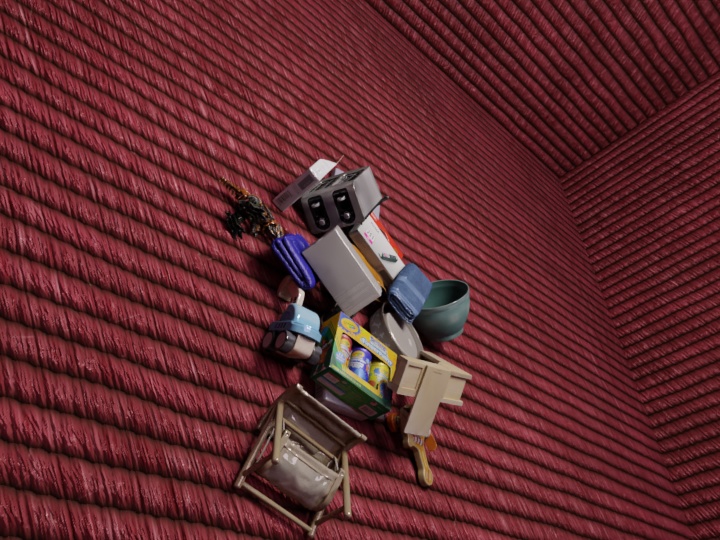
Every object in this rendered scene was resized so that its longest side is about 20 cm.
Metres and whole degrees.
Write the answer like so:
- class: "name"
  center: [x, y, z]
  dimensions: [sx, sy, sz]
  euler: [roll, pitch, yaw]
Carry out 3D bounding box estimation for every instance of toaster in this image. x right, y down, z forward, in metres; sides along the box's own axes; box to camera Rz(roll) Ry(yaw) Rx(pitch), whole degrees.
- class: "toaster"
  center: [-0.045, -0.202, 1.655]
  dimensions: [0.200, 0.180, 0.119]
  euler: [-52, 126, -55]

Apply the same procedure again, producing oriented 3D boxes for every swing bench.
- class: "swing bench"
  center: [-0.110, 0.370, 1.150]
  dimensions: [0.199, 0.130, 0.201]
  euler: [42, 30, -17]

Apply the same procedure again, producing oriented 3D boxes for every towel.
- class: "towel"
  center: [0.136, 0.061, 1.649]
  dimensions: [0.112, 0.048, 0.200]
  euler: [49, 33, -6]
- class: "towel"
  center: [-0.147, -0.030, 1.450]
  dimensions: [0.148, 0.049, 0.200]
  euler: [52, 9, -3]

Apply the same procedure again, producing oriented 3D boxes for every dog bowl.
- class: "dog bowl"
  center: [0.097, 0.186, 1.586]
  dimensions: [0.200, 0.058, 0.201]
  euler: [48, 22, -26]

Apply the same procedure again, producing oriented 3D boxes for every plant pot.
- class: "plant pot"
  center: [0.239, 0.130, 1.751]
  dimensions: [0.200, 0.199, 0.135]
  euler: [-44, 124, -56]

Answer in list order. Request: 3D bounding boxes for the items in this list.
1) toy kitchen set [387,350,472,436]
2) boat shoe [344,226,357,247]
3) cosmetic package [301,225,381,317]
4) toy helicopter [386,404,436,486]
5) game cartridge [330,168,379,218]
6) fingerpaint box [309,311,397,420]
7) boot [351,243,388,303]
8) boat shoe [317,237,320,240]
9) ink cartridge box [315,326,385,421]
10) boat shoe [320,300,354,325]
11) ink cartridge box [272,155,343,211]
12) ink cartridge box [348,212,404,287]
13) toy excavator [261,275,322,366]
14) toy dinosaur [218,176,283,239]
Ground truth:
- class: "toy kitchen set"
  center: [0.122, 0.286, 1.418]
  dimensions: [0.199, 0.164, 0.180]
  euler: [18, 2, -30]
- class: "boat shoe"
  center: [0.003, -0.112, 1.764]
  dimensions: [0.068, 0.056, 0.201]
  euler: [1, 60, -50]
- class: "cosmetic package"
  center: [-0.044, 0.002, 1.428]
  dimensions: [0.201, 0.106, 0.090]
  euler: [57, 9, -5]
- class: "toy helicopter"
  center: [0.147, 0.439, 1.472]
  dimensions: [0.132, 0.078, 0.202]
  euler: [6, 67, -59]
- class: "game cartridge"
  center: [-0.020, -0.233, 1.862]
  dimensions: [0.200, 0.041, 0.134]
  euler: [37, 41, -26]
- class: "fingerpaint box"
  center: [-0.009, 0.223, 1.369]
  dimensions: [0.200, 0.073, 0.168]
  euler: [40, 37, -24]
- class: "boot"
  center: [0.000, 0.001, 1.608]
  dimensions: [0.201, 0.071, 0.144]
  euler: [42, 6, -30]
- class: "boat shoe"
  center: [-0.071, -0.019, 1.549]
  dimensions: [0.060, 0.074, 0.201]
  euler: [12, 38, -51]
- class: "ink cartridge box"
  center: [-0.027, 0.258, 1.422]
  dimensions: [0.199, 0.040, 0.201]
  euler: [29, 42, -34]
- class: "boat shoe"
  center: [-0.034, 0.094, 1.538]
  dimensions: [0.074, 0.063, 0.201]
  euler: [48, 32, -2]
- class: "ink cartridge box"
  center: [-0.142, -0.258, 1.619]
  dimensions: [0.047, 0.160, 0.200]
  euler: [48, 34, -12]
- class: "ink cartridge box"
  center: [0.063, -0.079, 1.715]
  dimensions: [0.201, 0.043, 0.174]
  euler: [53, 38, -18]
- class: "toy excavator"
  center: [-0.148, 0.105, 1.337]
  dimensions: [0.100, 0.194, 0.201]
  euler: [31, 68, -30]
- class: "toy dinosaur"
  center: [-0.276, -0.145, 1.445]
  dimensions: [0.199, 0.103, 0.136]
  euler: [28, 23, -7]
